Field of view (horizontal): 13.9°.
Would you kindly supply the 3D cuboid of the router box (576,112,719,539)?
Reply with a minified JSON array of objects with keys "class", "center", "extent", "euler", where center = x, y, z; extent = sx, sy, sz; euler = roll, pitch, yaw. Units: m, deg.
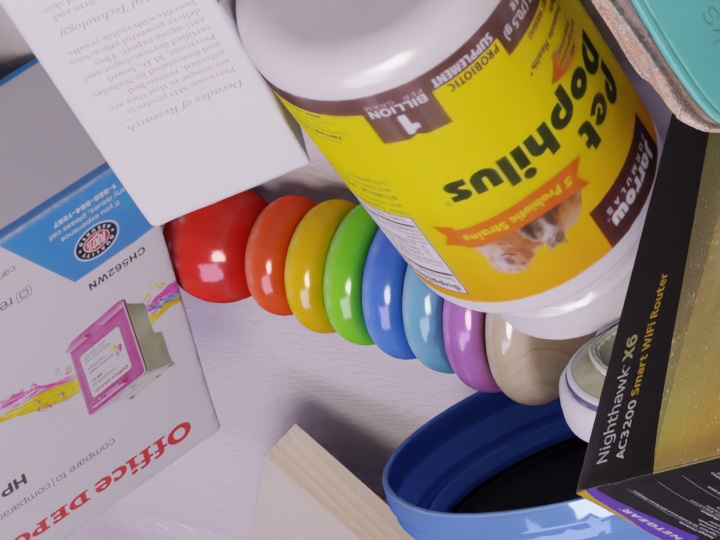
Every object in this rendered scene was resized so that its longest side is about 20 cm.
[{"class":"router box","center":[0.160,-0.016,0.989],"extent":[0.052,0.200,0.157],"euler":[29,152,-25]}]

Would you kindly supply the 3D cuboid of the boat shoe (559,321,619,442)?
[{"class":"boat shoe","center":[0.169,0.012,1.130],"extent":[0.200,0.072,0.062],"euler":[-18,130,-4]}]

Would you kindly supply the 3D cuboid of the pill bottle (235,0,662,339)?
[{"class":"pill bottle","center":[0.043,-0.058,1.091],"extent":[0.109,0.109,0.200],"euler":[2,149,32]}]

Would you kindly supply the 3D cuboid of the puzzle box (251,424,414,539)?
[{"class":"puzzle box","center":[0.001,0.156,1.545],"extent":[0.133,0.025,0.200],"euler":[40,164,8]}]

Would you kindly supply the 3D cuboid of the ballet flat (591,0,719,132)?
[{"class":"ballet flat","center":[0.078,-0.130,0.971],"extent":[0.200,0.068,0.067],"euler":[61,175,-30]}]

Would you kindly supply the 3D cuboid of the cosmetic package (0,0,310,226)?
[{"class":"cosmetic package","center":[-0.089,-0.116,1.063],"extent":[0.074,0.102,0.200],"euler":[-22,144,8]}]

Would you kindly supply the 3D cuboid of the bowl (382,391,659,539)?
[{"class":"bowl","center":[0.109,0.075,1.215],"extent":[0.201,0.201,0.039],"euler":[-6,108,42]}]

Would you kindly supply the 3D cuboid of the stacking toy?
[{"class":"stacking toy","center":[0.000,0.000,1.274],"extent":[0.200,0.085,0.085],"euler":[11,153,28]}]

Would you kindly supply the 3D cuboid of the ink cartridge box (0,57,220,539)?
[{"class":"ink cartridge box","center":[-0.155,0.029,1.302],"extent":[0.085,0.144,0.200],"euler":[43,158,34]}]
